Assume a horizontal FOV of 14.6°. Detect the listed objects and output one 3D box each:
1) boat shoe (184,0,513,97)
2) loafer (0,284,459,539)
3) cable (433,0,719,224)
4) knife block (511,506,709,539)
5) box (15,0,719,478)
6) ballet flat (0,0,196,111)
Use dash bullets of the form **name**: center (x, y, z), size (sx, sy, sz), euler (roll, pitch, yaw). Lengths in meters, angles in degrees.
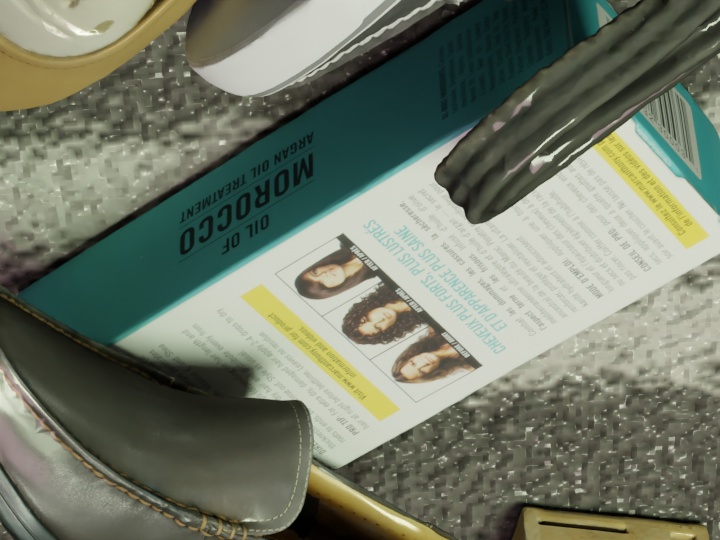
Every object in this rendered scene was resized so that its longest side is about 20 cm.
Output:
- **boat shoe**: center (0.042, -0.101, 0.690), size (0.066, 0.070, 0.200), euler (36, 115, -28)
- **loafer**: center (-0.043, 0.054, 0.762), size (0.072, 0.073, 0.200), euler (-34, 135, 15)
- **cable**: center (0.098, -0.089, 0.685), size (0.200, 0.097, 0.050), euler (-36, 89, 19)
- **knife block**: center (0.060, 0.180, 0.962), size (0.064, 0.176, 0.201), euler (6, 88, -9)
- **box**: center (0.000, 0.000, 0.788), size (0.199, 0.049, 0.082), euler (-30, 127, 24)
- **ballet flat**: center (-0.050, -0.102, 0.679), size (0.200, 0.063, 0.069), euler (-40, 97, 27)
